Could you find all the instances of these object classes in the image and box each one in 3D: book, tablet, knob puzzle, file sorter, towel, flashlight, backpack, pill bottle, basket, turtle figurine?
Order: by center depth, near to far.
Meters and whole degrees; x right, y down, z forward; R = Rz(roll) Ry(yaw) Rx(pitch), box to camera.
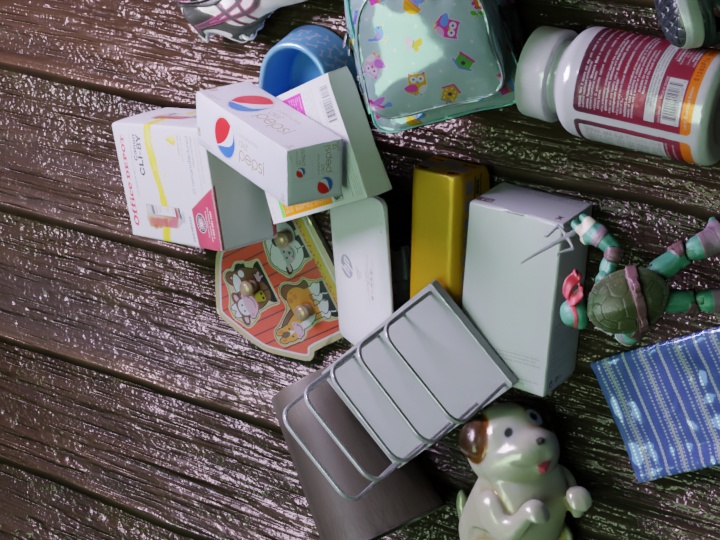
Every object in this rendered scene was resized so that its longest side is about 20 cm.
[{"bbox_3d":[0.256,-0.173,1.498,0.200,0.110,0.110,17,117,28],"label":"pill bottle"},{"bbox_3d":[0.266,0.020,1.538,0.200,0.101,0.150,-13,120,2],"label":"turtle figurine"},{"bbox_3d":[0.069,-0.248,1.564,0.176,0.153,0.200,-12,95,15],"label":"backpack"},{"bbox_3d":[0.346,0.138,1.615,0.200,0.024,0.145,-20,96,38],"label":"towel"},{"bbox_3d":[-0.051,-0.129,1.659,0.200,0.048,0.134,-10,99,61],"label":"book"},{"bbox_3d":[0.033,0.135,1.662,0.139,0.125,0.200,51,129,3],"label":"file sorter"},{"bbox_3d":[0.000,0.000,1.744,0.130,0.014,0.200,32,131,56],"label":"tablet"},{"bbox_3d":[0.053,0.065,1.767,0.068,0.068,0.200,14,115,64],"label":"flashlight"},{"bbox_3d":[-0.011,0.215,1.816,0.136,0.180,0.200,-32,77,31],"label":"basket"},{"bbox_3d":[-0.108,0.022,1.878,0.219,0.030,0.220,14,116,30],"label":"knob puzzle"}]

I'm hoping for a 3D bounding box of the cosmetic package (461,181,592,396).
[{"bbox_3d":[0.172,0.019,1.652,0.113,0.081,0.200,18,117,28],"label":"cosmetic package"}]

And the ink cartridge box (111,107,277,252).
[{"bbox_3d":[-0.195,-0.108,1.818,0.200,0.083,0.145,10,114,51],"label":"ink cartridge box"}]

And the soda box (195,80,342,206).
[{"bbox_3d":[-0.097,-0.135,1.628,0.200,0.068,0.064,35,132,49],"label":"soda box"}]

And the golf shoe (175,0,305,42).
[{"bbox_3d":[-0.117,-0.303,1.742,0.200,0.077,0.088,4,130,36],"label":"golf shoe"}]

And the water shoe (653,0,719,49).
[{"bbox_3d":[0.305,-0.303,1.449,0.072,0.079,0.200,140,121,-79],"label":"water shoe"}]

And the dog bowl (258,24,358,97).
[{"bbox_3d":[-0.068,-0.174,1.760,0.111,0.050,0.200,24,121,25],"label":"dog bowl"}]

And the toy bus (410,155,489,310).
[{"bbox_3d":[0.097,-0.021,1.688,0.065,0.078,0.200,14,116,30],"label":"toy bus"}]

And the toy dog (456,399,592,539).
[{"bbox_3d":[0.175,0.241,1.722,0.194,0.139,0.200,-137,40,-61],"label":"toy dog"}]
